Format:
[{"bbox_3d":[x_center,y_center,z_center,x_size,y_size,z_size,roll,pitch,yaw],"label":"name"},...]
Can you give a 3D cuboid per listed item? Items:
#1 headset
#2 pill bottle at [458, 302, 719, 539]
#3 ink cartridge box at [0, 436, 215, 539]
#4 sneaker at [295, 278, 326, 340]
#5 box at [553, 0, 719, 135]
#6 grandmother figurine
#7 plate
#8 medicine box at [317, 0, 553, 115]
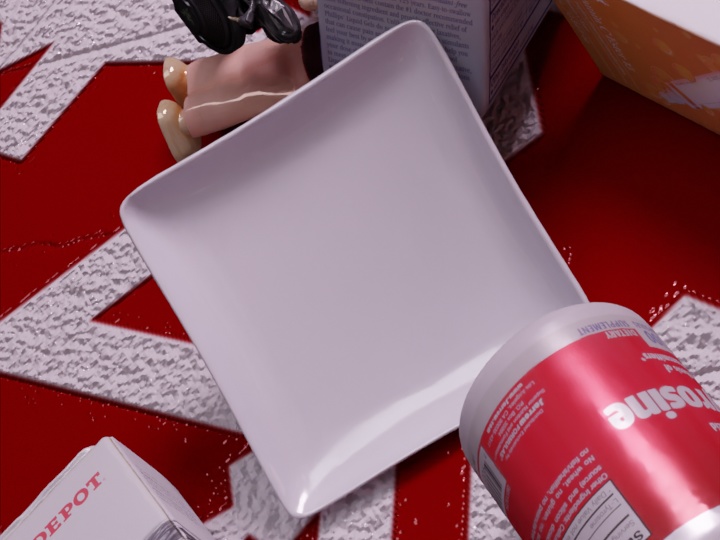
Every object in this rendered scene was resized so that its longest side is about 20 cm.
[{"bbox_3d":[-0.050,-0.168,1.077,0.123,0.200,0.094,-38,91,8],"label":"headset"},{"bbox_3d":[0.137,0.117,0.853,0.112,0.112,0.200,-40,50,5],"label":"pill bottle"},{"bbox_3d":[-0.118,0.209,0.976,0.145,0.083,0.200,-46,48,0],"label":"ink cartridge box"},{"bbox_3d":[0.006,-0.037,1.068,0.084,0.074,0.201,36,88,27],"label":"sneaker"},{"bbox_3d":[0.199,-0.134,0.959,0.098,0.124,0.199,-51,48,-5],"label":"box"},{"bbox_3d":[-0.026,-0.128,1.144,0.198,0.061,0.123,-13,60,22],"label":"grandmother figurine"},{"bbox_3d":[0.000,0.000,1.001,0.198,0.032,0.201,-30,91,11],"label":"plate"},{"bbox_3d":[0.055,-0.223,1.010,0.102,0.201,0.183,15,46,20],"label":"medicine box"}]
